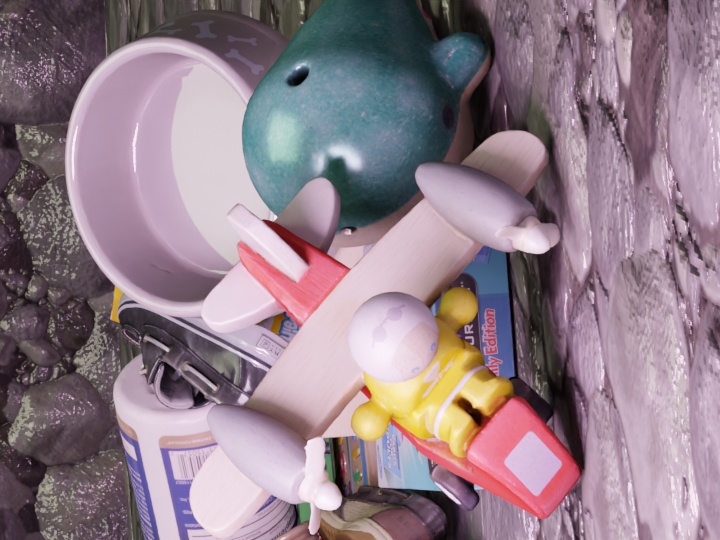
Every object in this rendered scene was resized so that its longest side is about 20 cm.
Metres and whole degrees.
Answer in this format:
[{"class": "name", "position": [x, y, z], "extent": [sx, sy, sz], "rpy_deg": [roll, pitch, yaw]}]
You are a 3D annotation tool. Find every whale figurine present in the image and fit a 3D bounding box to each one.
[{"class": "whale figurine", "position": [-0.005, -0.114, 1.538], "extent": [0.104, 0.159, 0.201], "rpy_deg": [41, -134, -46]}]

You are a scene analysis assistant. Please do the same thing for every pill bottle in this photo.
[{"class": "pill bottle", "position": [-0.103, 0.155, 1.924], "extent": [0.111, 0.111, 0.201], "rpy_deg": [-112, 11, -59]}]

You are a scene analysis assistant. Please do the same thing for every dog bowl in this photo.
[{"class": "dog bowl", "position": [-0.103, -0.062, 1.711], "extent": [0.199, 0.059, 0.201], "rpy_deg": [8, 104, 34]}]

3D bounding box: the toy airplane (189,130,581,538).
[{"class": "toy airplane", "position": [0.008, 0.030, 1.380], "extent": [0.141, 0.198, 0.201], "rpy_deg": [88, 178, -80]}]

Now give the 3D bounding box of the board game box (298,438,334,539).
[{"class": "board game box", "position": [-0.029, 0.200, 2.006], "extent": [0.200, 0.029, 0.135], "rpy_deg": [89, 174, -75]}]

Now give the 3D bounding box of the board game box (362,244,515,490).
[{"class": "board game box", "position": [0.045, 0.052, 1.599], "extent": [0.200, 0.047, 0.152], "rpy_deg": [158, 108, -79]}]

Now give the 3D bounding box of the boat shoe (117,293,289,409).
[{"class": "boat shoe", "position": [-0.118, 0.056, 1.822], "extent": [0.071, 0.072, 0.200], "rpy_deg": [-58, 29, -10]}]

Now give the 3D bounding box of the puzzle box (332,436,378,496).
[{"class": "puzzle box", "position": [0.007, 0.162, 1.900], "extent": [0.133, 0.025, 0.201], "rpy_deg": [124, 141, -74]}]

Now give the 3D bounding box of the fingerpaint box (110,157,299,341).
[{"class": "fingerpaint box", "position": [-0.078, -0.023, 1.879], "extent": [0.200, 0.166, 0.074], "rpy_deg": [103, -176, -56]}]

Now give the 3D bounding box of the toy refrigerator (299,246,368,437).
[{"class": "toy refrigerator", "position": [0.000, 0.000, 1.747], "extent": [0.070, 0.076, 0.201], "rpy_deg": [-137, 44, -75]}]

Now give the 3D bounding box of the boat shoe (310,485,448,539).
[{"class": "boat shoe", "position": [0.017, 0.172, 1.745], "extent": [0.073, 0.065, 0.200], "rpy_deg": [58, 170, -6]}]

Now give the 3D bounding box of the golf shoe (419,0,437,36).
[{"class": "golf shoe", "position": [0.018, -0.112, 1.631], "extent": [0.200, 0.075, 0.092], "rpy_deg": [-113, 25, -58]}]

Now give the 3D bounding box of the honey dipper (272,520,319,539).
[{"class": "honey dipper", "position": [0.001, 0.257, 1.769], "extent": [0.200, 0.038, 0.038], "rpy_deg": [59, 166, 4]}]
